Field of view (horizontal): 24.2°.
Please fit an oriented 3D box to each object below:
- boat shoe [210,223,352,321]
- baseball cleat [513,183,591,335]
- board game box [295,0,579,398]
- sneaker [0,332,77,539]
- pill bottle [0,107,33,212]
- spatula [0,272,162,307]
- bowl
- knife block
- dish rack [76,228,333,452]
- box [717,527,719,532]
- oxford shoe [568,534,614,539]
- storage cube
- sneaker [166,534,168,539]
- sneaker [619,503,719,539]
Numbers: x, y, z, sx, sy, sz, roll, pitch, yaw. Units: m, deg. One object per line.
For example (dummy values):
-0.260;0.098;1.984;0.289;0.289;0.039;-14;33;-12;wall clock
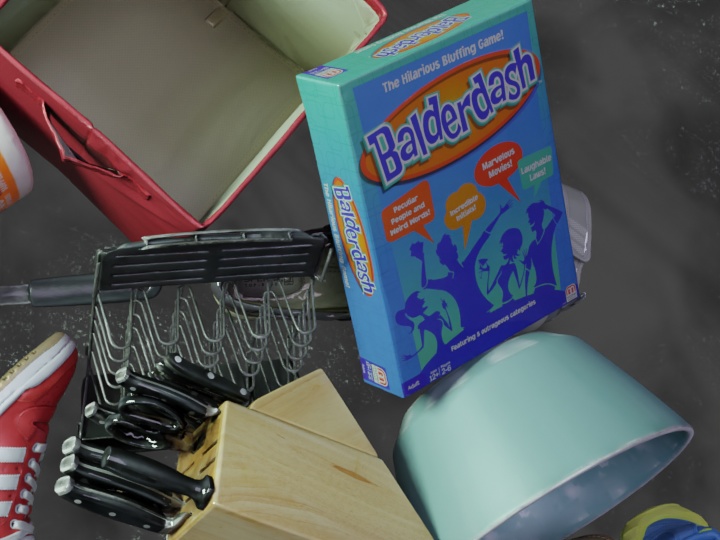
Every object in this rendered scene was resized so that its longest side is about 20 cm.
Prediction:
0.000;0.000;1.081;0.199;0.065;0.072;-6;99;1;boat shoe
0.092;-0.059;1.145;0.106;0.070;0.201;-27;100;-23;baseball cleat
0.052;-0.047;1.007;0.152;0.045;0.201;-28;118;-30;board game box
-0.213;0.143;1.025;0.112;0.071;0.200;39;82;-3;sneaker
-0.307;-0.043;1.002;0.200;0.114;0.114;-35;93;-16;pill bottle
-0.225;0.015;1.065;0.199;0.021;0.057;-5;86;-16;spatula
0.099;0.113;1.068;0.200;0.201;0.105;-26;70;-17;bowl
-0.069;0.137;0.965;0.175;0.064;0.201;-25;78;-43;knife block
-0.094;0.042;1.012;0.152;0.200;0.055;-5;60;-15;dish rack
0.271;0.217;1.158;0.075;0.050;0.200;42;75;-7;box
0.082;0.227;1.063;0.199;0.074;0.071;-32;63;-1;oxford shoe
-0.119;-0.129;1.031;0.171;0.180;0.200;42;75;-7;storage cube
-0.059;0.176;1.027;0.200;0.075;0.100;-35;99;-48;sneaker
0.167;0.233;1.099;0.076;0.105;0.200;41;74;-7;sneaker
